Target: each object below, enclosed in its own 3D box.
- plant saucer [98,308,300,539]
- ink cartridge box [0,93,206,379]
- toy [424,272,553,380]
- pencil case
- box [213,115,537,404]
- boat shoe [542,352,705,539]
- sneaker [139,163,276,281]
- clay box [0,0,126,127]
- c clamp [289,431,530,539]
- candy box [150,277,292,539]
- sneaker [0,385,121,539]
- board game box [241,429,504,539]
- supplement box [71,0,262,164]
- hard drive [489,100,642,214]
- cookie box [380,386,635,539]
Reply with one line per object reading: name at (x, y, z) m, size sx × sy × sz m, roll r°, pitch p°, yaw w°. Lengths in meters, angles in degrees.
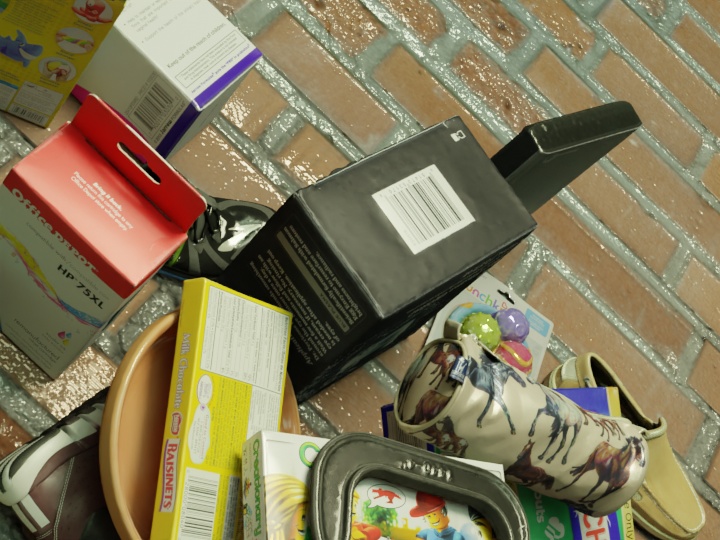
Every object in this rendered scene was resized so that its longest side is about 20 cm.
plant saucer at (-0.116, 0.125, 0.979) m, size 0.200 × 0.037 × 0.200 m, roll 9°, pitch 79°, yaw -54°
ink cartridge box at (-0.203, -0.020, 0.971) m, size 0.116 × 0.200 × 0.067 m, roll 43°, pitch 47°, yaw -3°
toy at (0.118, 0.077, 1.234) m, size 0.115 × 0.047 × 0.200 m, roll 37°, pitch 49°, yaw -12°
pencil case at (0.127, 0.117, 1.050) m, size 0.200 × 0.078 × 0.089 m, roll 27°, pitch 95°, yaw -24°
box at (0.000, 0.000, 1.097) m, size 0.197 × 0.200 × 0.117 m, roll -29°, pitch 80°, yaw -41°
boat shoe at (0.251, 0.161, 1.253) m, size 0.200 × 0.076 × 0.072 m, roll 48°, pitch 47°, yaw 0°
sneaker at (-0.148, -0.040, 1.101) m, size 0.200 × 0.083 × 0.071 m, roll 8°, pitch 59°, yaw -31°
clay box at (-0.253, -0.197, 1.047) m, size 0.115 × 0.200 × 0.048 m, roll 22°, pitch 52°, yaw -22°
c clamp at (0.032, 0.192, 0.919) m, size 0.200 × 0.027 × 0.171 m, roll 14°, pitch 51°, yaw -25°
candy box at (-0.095, 0.114, 0.955) m, size 0.102 × 0.026 × 0.200 m, roll 28°, pitch 64°, yaw -54°
sneaker at (-0.164, 0.142, 0.998) m, size 0.200 × 0.076 × 0.116 m, roll -35°, pitch 97°, yaw -38°
board game box at (0.016, 0.186, 0.949) m, size 0.200 × 0.035 × 0.126 m, roll 12°, pitch 58°, yaw -28°
supplement box at (-0.199, -0.200, 1.154) m, size 0.200 × 0.101 × 0.103 m, roll 44°, pitch 47°, yaw -4°
hard drive at (0.143, -0.080, 1.244) m, size 0.140 × 0.200 × 0.033 m, roll -18°, pitch 74°, yaw -40°
cookie box at (0.125, 0.184, 1.127) m, size 0.200 × 0.075 × 0.171 m, roll 1°, pitch 79°, yaw -34°
